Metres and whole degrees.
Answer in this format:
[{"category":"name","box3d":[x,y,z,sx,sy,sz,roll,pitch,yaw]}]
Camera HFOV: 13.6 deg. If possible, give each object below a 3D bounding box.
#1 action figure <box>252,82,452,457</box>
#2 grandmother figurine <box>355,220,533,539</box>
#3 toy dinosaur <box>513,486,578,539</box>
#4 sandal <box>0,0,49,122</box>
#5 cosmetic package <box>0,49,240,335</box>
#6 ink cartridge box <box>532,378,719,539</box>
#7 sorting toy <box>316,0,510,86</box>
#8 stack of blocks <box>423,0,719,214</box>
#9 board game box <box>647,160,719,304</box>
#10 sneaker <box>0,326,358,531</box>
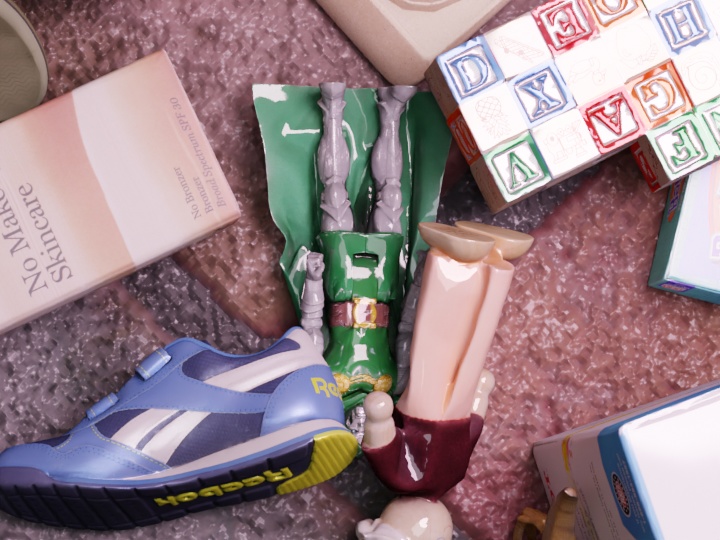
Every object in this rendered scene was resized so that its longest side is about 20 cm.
[{"category":"action figure","box3d":[0.000,0.000,1.630,0.117,0.055,0.201,0,89,-11]},{"category":"grandmother figurine","box3d":[0.039,0.077,1.603,0.121,0.060,0.201,0,105,-47]},{"category":"toy dinosaur","box3d":[0.105,0.163,1.596,0.060,0.106,0.201,-22,125,-24]},{"category":"sandal","box3d":[-0.234,-0.128,1.544,0.080,0.201,0.058,-26,51,17]},{"category":"cosmetic package","box3d":[-0.175,-0.028,1.586,0.199,0.087,0.104,-27,91,-10]},{"category":"ink cartridge box","box3d":[0.197,0.132,1.571,0.145,0.200,0.147,-19,88,-11]},{"category":"sorting toy","box3d":[0.036,-0.230,1.648,0.200,0.036,0.185,-42,92,7]},{"category":"stack of blocks","box3d":[0.149,-0.102,1.615,0.199,0.059,0.116,-26,87,-7]},{"category":"board game box","box3d":[0.274,-0.041,1.675,0.199,0.045,0.153,15,83,-7]},{"category":"sneaker","box3d":[-0.103,0.084,1.595,0.199,0.074,0.083,-11,68,1]}]
